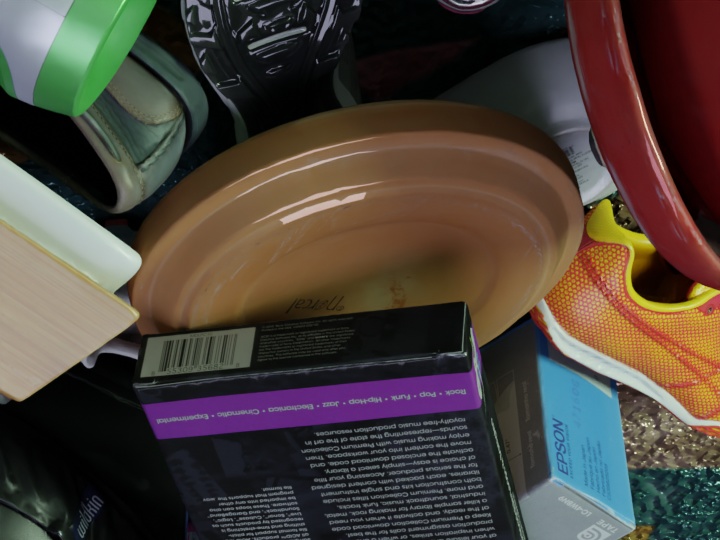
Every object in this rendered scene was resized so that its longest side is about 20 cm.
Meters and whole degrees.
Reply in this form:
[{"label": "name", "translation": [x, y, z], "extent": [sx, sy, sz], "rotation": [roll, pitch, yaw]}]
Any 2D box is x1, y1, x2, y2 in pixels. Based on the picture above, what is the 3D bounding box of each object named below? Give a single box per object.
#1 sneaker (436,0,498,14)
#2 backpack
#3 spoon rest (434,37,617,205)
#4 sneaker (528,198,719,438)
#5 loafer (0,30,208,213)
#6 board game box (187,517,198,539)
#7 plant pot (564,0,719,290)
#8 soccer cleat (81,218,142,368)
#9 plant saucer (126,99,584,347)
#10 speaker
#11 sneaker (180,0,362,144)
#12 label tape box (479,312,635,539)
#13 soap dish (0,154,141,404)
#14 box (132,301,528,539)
[{"label": "sneaker", "translation": [0.046, -0.172, 0.801], "extent": [0.080, 0.075, 0.201], "rotation": [2, 140, -4]}, {"label": "backpack", "translation": [-0.193, 0.096, 1.023], "extent": [0.199, 0.184, 0.147], "rotation": [31, 129, -27]}, {"label": "spoon rest", "translation": [0.044, -0.046, 0.974], "extent": [0.199, 0.061, 0.100], "rotation": [-25, 138, 5]}, {"label": "sneaker", "translation": [0.163, 0.027, 1.031], "extent": [0.077, 0.073, 0.199], "rotation": [-42, 140, 24]}, {"label": "loafer", "translation": [-0.156, -0.094, 0.844], "extent": [0.199, 0.063, 0.072], "rotation": [30, 141, -1]}, {"label": "board game box", "translation": [-0.143, 0.181, 1.152], "extent": [0.198, 0.148, 0.065], "rotation": [-5, 138, 3]}, {"label": "plant pot", "translation": [0.187, -0.095, 0.810], "extent": [0.181, 0.202, 0.200], "rotation": [-15, 139, 28]}, {"label": "soccer cleat", "translation": [-0.042, 0.022, 1.022], "extent": [0.198, 0.078, 0.070], "rotation": [3, 140, -6]}, {"label": "plant saucer", "translation": [0.000, 0.000, 0.915], "extent": [0.198, 0.033, 0.201], "rotation": [-10, 148, -6]}, {"label": "speaker", "translation": [-0.170, -0.138, 0.777], "extent": [0.199, 0.089, 0.089], "rotation": [31, 135, -1]}, {"label": "sneaker", "translation": [-0.036, -0.099, 0.882], "extent": [0.073, 0.080, 0.201], "rotation": [-14, 136, -5]}, {"label": "label tape box", "translation": [0.037, 0.099, 1.064], "extent": [0.199, 0.144, 0.066], "rotation": [-33, 131, 31]}, {"label": "soap dish", "translation": [-0.191, -0.029, 0.870], "extent": [0.199, 0.157, 0.082], "rotation": [35, 86, -15]}, {"label": "box", "translation": [-0.004, 0.100, 0.941], "extent": [0.142, 0.036, 0.201], "rotation": [-6, 132, 11]}]
